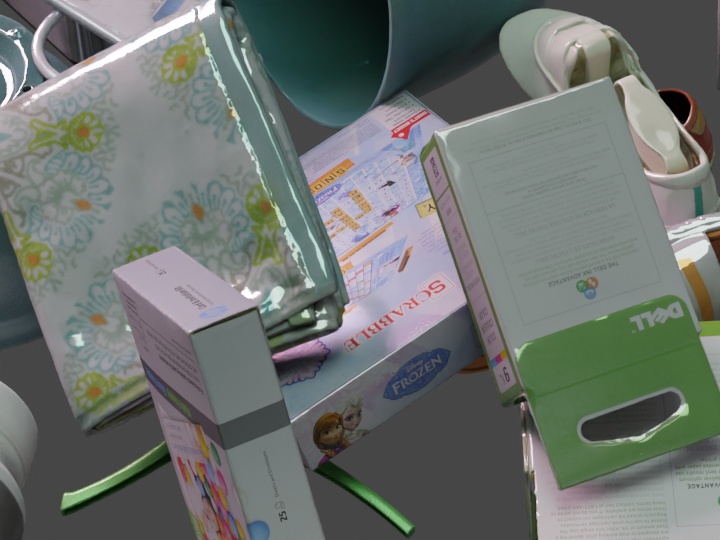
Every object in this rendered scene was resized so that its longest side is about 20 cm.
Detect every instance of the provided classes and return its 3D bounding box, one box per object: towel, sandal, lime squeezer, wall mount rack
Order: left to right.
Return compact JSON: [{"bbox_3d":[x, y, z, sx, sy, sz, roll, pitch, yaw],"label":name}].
[{"bbox_3d":[-0.111,-0.029,1.471,0.170,0.048,0.201,-25,75,15],"label":"towel"},{"bbox_3d":[-0.097,-0.176,1.570,0.173,0.075,0.200,31,59,15],"label":"wall mount rack"},{"bbox_3d":[-0.065,0.107,1.496,0.198,0.038,0.071,4,47,7],"label":"lime squeezer"},{"bbox_3d":[0.145,0.032,1.524,0.205,0.079,0.060,-22,61,1],"label":"sandal"}]

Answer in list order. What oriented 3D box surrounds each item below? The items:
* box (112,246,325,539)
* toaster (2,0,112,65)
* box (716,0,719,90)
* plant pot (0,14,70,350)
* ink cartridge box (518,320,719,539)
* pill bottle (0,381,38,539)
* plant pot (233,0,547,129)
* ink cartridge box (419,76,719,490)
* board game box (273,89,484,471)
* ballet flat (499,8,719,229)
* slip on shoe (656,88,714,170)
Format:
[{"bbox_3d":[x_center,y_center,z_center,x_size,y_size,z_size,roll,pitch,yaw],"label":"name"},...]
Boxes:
[{"bbox_3d":[-0.062,0.100,1.357,0.041,0.201,0.156,-21,18,-14],"label":"box"},{"bbox_3d":[-0.161,-0.237,1.771,0.180,0.119,0.200,-32,52,-22],"label":"toaster"},{"bbox_3d":[0.304,-0.227,1.672,0.104,0.185,0.200,17,51,22],"label":"box"},{"bbox_3d":[-0.237,-0.069,1.611,0.198,0.135,0.201,-3,46,3],"label":"plant pot"},{"bbox_3d":[0.161,0.126,1.431,0.146,0.076,0.201,-3,48,2],"label":"ink cartridge box"},{"bbox_3d":[-0.242,0.153,1.418,0.113,0.114,0.201,6,48,11],"label":"pill bottle"},{"bbox_3d":[0.030,-0.205,1.680,0.160,0.202,0.201,-18,47,-28],"label":"plant pot"},{"bbox_3d":[0.113,0.010,1.426,0.103,0.059,0.201,-17,80,-11],"label":"ink cartridge box"},{"bbox_3d":[0.000,0.000,1.530,0.199,0.041,0.199,-33,39,-12],"label":"board game box"},{"bbox_3d":[0.148,-0.102,1.571,0.069,0.070,0.200,-24,55,-16],"label":"ballet flat"},{"bbox_3d":[0.116,-0.074,1.633,0.198,0.061,0.074,-7,48,1],"label":"slip on shoe"}]
